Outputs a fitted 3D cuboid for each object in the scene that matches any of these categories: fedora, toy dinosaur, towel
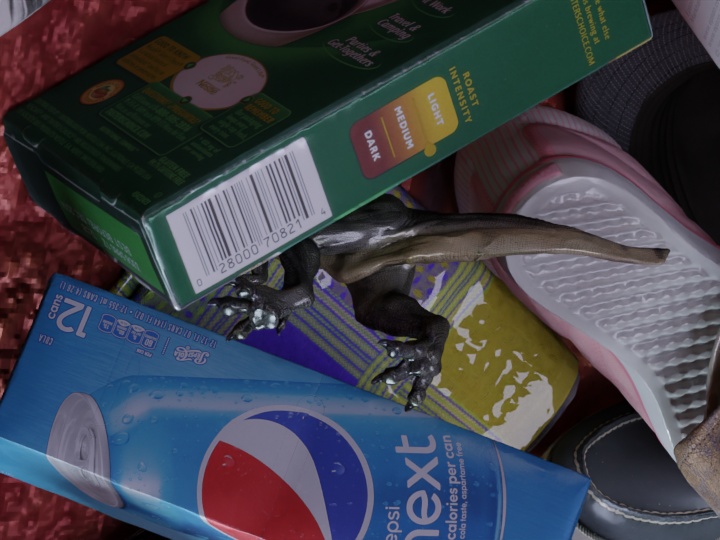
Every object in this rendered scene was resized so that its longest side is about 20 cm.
[{"bbox_3d":[0.185,-0.042,1.167,0.200,0.177,0.090,56,46,-18],"label":"fedora"},{"bbox_3d":[0.000,0.000,1.030,0.088,0.200,0.048,-65,158,-49],"label":"toy dinosaur"},{"bbox_3d":[-0.008,0.040,1.147,0.144,0.023,0.200,-48,127,-4],"label":"towel"}]

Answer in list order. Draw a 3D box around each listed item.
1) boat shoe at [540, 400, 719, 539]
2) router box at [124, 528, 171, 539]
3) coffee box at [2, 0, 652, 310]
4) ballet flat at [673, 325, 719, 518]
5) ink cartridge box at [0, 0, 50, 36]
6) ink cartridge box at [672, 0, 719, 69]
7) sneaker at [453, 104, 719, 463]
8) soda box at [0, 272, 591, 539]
[{"bbox_3d":[0.159,0.068,1.220,0.200,0.073,0.062,-6,150,-36],"label":"boat shoe"},{"bbox_3d":[-0.055,0.193,1.145,0.150,0.062,0.200,-34,124,-5],"label":"router box"},{"bbox_3d":[-0.011,-0.067,1.038,0.200,0.123,0.044,-31,121,-18],"label":"coffee box"},{"bbox_3d":[0.172,0.003,1.070,0.068,0.067,0.200,15,108,-55],"label":"ballet flat"},{"bbox_3d":[-0.144,-0.151,0.944,0.200,0.084,0.146,-36,124,-12],"label":"ink cartridge box"},{"bbox_3d":[0.183,-0.145,1.099,0.198,0.200,0.043,-8,143,-28],"label":"ink cartridge box"},{"bbox_3d":[0.109,0.007,1.148,0.075,0.105,0.200,-45,121,6],"label":"sneaker"},{"bbox_3d":[-0.027,0.071,1.044,0.200,0.068,0.064,20,74,0],"label":"soda box"}]
